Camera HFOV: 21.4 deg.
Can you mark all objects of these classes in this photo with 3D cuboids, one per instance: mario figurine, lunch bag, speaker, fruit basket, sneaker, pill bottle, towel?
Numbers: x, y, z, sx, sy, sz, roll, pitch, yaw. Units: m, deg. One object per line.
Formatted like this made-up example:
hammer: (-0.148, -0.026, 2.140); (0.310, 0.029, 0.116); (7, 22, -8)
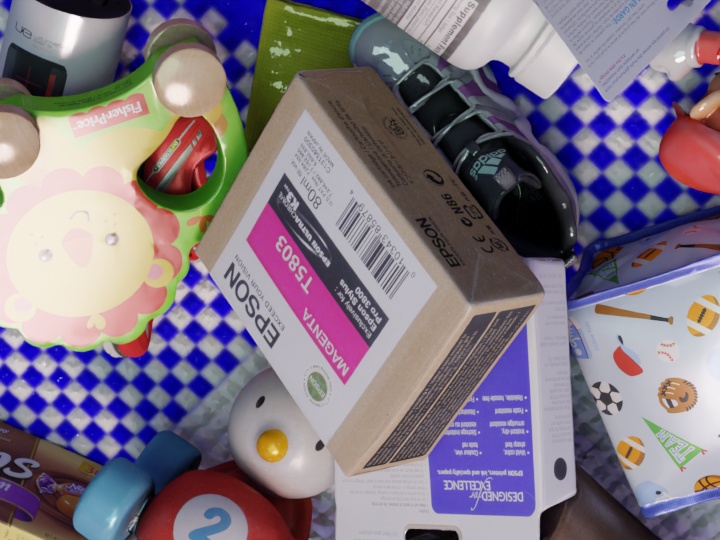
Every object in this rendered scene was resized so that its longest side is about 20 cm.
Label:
mario figurine: (0.260, -0.133, 1.181); (0.124, 0.106, 0.200); (50, 117, 13)
lunch bag: (0.253, 0.045, 1.232); (0.199, 0.124, 0.171); (-18, 108, 28)
speaker: (-0.215, -0.102, 1.297); (0.081, 0.081, 0.201); (21, 116, 3)
fruit basket: (0.135, -0.227, 1.119); (0.201, 0.185, 0.093); (54, 150, -15)
sneaker: (0.073, -0.081, 1.200); (0.200, 0.140, 0.078); (42, 101, -11)
pill bottle: (0.057, -0.195, 1.174); (0.199, 0.111, 0.111); (34, 117, -4)
towel: (-0.041, -0.082, 1.300); (0.085, 0.018, 0.202); (14, 116, 6)
sneaker: (-0.136, -0.021, 1.319); (0.084, 0.077, 0.202); (14, 117, 1)

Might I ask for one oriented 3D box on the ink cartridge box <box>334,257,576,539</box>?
ink cartridge box: (0.055, 0.098, 1.231); (0.197, 0.043, 0.202); (-5, 83, 49)

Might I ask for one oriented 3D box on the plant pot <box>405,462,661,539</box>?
plant pot: (0.132, 0.227, 1.273); (0.199, 0.201, 0.198); (-31, 118, 23)

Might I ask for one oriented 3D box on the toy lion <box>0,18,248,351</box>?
toy lion: (-0.165, -0.044, 1.248); (0.198, 0.069, 0.193); (-19, 119, -4)

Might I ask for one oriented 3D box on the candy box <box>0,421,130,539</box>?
candy box: (-0.262, 0.172, 1.410); (0.199, 0.117, 0.057); (25, 117, 2)

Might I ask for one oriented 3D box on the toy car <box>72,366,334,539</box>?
toy car: (-0.065, 0.137, 1.331); (0.184, 0.177, 0.201); (32, 105, 10)

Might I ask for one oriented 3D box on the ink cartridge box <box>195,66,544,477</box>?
ink cartridge box: (0.000, 0.000, 1.188); (0.200, 0.075, 0.165); (53, 129, 26)
